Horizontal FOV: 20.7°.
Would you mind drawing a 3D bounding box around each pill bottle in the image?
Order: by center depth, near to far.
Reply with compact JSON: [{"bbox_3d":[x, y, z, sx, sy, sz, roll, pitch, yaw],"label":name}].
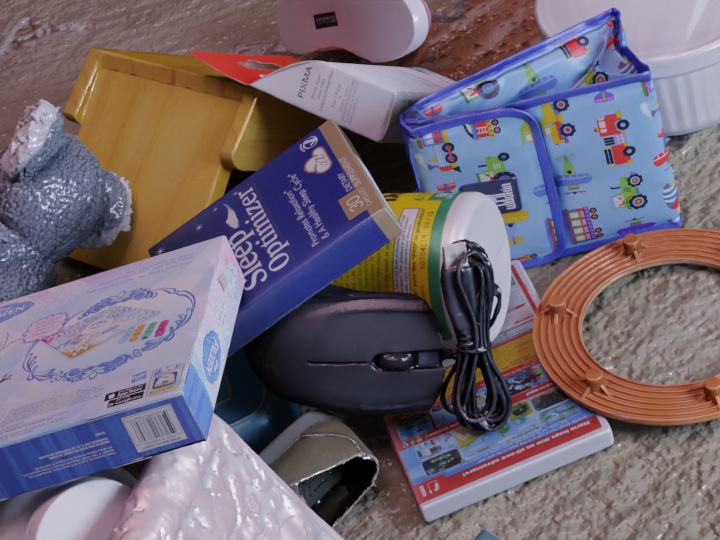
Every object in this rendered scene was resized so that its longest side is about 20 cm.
[{"bbox_3d":[-0.199,0.175,1.296,0.112,0.113,0.200,-39,13,-20],"label":"pill bottle"},{"bbox_3d":[0.000,0.000,1.437,0.199,0.113,0.113,0,44,24],"label":"pill bottle"}]

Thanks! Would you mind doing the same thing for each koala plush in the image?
[{"bbox_3d":[-0.275,-0.028,1.550,0.200,0.178,0.184,-47,52,-9],"label":"koala plush"}]

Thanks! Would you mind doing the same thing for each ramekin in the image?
[{"bbox_3d":[0.247,-0.193,1.584,0.201,0.095,0.203,-12,40,11],"label":"ramekin"}]

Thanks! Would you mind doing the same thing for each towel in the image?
[{"bbox_3d":[-0.081,0.211,1.216,0.032,0.191,0.201,-24,32,42],"label":"towel"}]

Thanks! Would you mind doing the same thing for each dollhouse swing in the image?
[{"bbox_3d":[-0.141,-0.085,1.678,0.199,0.177,0.181,16,11,36],"label":"dollhouse swing"}]

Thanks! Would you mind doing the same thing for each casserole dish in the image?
[{"bbox_3d":[-0.118,0.085,1.479,0.121,0.039,0.200,-22,39,-2],"label":"casserole dish"}]

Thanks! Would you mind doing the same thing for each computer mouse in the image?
[{"bbox_3d":[0.000,0.051,1.360,0.199,0.139,0.053,-1,17,24],"label":"computer mouse"}]

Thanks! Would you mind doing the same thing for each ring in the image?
[{"bbox_3d":[0.220,0.032,1.392,0.199,0.019,0.201,-9,40,7],"label":"ring"}]

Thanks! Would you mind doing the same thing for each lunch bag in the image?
[{"bbox_3d":[0.124,-0.083,1.471,0.199,0.151,0.094,-19,40,2],"label":"lunch bag"}]

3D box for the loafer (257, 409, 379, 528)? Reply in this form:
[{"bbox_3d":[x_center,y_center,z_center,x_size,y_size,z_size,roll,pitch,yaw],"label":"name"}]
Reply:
[{"bbox_3d":[-0.061,0.173,1.329,0.069,0.075,0.200,16,53,41],"label":"loafer"}]

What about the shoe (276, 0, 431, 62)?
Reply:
[{"bbox_3d":[0.017,-0.222,1.692,0.091,0.072,0.200,-17,14,-33],"label":"shoe"}]

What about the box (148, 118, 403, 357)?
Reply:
[{"bbox_3d":[-0.075,-0.011,1.384,0.200,0.032,0.121,-37,41,5],"label":"box"}]

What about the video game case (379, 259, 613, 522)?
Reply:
[{"bbox_3d":[0.081,0.081,1.413,0.142,0.018,0.200,-22,40,-1],"label":"video game case"}]

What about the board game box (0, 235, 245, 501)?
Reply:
[{"bbox_3d":[-0.183,0.067,1.273,0.199,0.044,0.199,-16,27,13],"label":"board game box"}]

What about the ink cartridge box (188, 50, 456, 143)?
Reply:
[{"bbox_3d":[-0.016,-0.158,1.599,0.199,0.048,0.160,27,17,27],"label":"ink cartridge box"}]

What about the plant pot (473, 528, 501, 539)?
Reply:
[{"bbox_3d":[0.065,0.284,1.109,0.200,0.142,0.141,-42,44,-12],"label":"plant pot"}]
